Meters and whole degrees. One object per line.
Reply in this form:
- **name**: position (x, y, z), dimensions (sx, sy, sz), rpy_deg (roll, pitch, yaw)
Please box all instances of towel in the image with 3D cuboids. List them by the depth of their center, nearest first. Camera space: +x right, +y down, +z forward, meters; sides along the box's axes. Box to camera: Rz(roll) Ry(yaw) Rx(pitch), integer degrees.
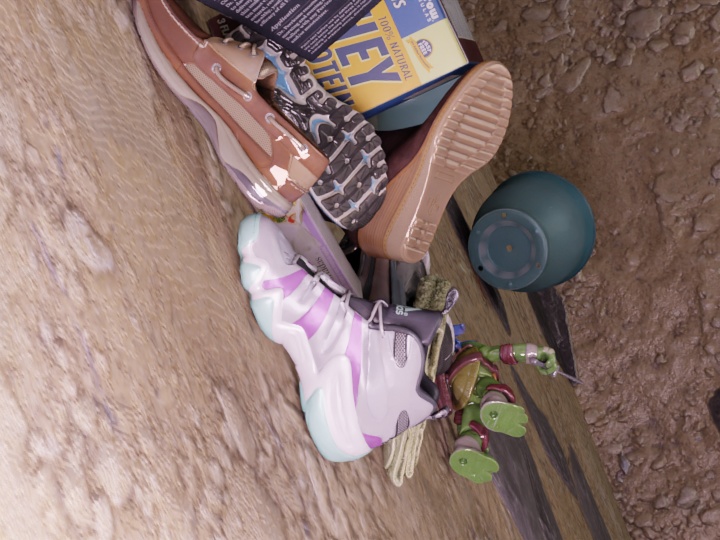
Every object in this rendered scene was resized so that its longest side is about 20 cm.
- **towel**: position (0.049, 0.089, 1.372), dimensions (0.200, 0.036, 0.149), rpy_deg (-69, 171, -73)

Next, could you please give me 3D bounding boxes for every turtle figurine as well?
- **turtle figurine**: position (0.163, 0.155, 1.686), dimensions (0.200, 0.144, 0.194), rpy_deg (60, 16, -17)

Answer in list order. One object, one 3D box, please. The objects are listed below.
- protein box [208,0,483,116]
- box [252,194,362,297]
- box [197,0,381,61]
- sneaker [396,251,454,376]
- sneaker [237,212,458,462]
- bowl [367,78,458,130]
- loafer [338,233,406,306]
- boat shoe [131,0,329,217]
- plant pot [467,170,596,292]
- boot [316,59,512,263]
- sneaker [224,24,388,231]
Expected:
- **protein box**: position (-0.006, -0.211, 1.445), dimensions (0.135, 0.198, 0.200), rpy_deg (65, 11, -3)
- **box**: position (-0.055, -0.041, 1.283), dimensions (0.041, 0.039, 0.200), rpy_deg (-98, 162, -52)
- **box**: position (-0.091, -0.300, 1.224), dimensions (0.196, 0.124, 0.200), rpy_deg (23, 35, -51)
- **sneaker**: position (0.048, 0.056, 1.543), dimensions (0.200, 0.066, 0.091), rpy_deg (71, 23, -46)
- **sneaker**: position (0.003, 0.030, 1.141), dimensions (0.078, 0.140, 0.200), rpy_deg (-78, 144, -72)
- **bowl**: position (0.021, -0.193, 1.691), dimensions (0.201, 0.105, 0.201), rpy_deg (165, -90, -70)
- **loafer**: position (0.000, 0.000, 1.417), dimensions (0.200, 0.063, 0.072), rpy_deg (-101, -157, -57)
- **boat shoe**: position (-0.093, -0.135, 1.143), dimensions (0.200, 0.072, 0.076), rpy_deg (55, 9, 5)
- **plant pot**: position (0.266, -0.050, 2.546), dimensions (0.200, 0.200, 0.188), rpy_deg (67, 26, -3)
- **boot**: position (0.037, -0.112, 1.384), dimensions (0.072, 0.200, 0.166), rpy_deg (27, 3, -38)
- **sneaker**: position (-0.051, -0.122, 1.325), dimensions (0.200, 0.078, 0.090), rpy_deg (56, -20, -10)
